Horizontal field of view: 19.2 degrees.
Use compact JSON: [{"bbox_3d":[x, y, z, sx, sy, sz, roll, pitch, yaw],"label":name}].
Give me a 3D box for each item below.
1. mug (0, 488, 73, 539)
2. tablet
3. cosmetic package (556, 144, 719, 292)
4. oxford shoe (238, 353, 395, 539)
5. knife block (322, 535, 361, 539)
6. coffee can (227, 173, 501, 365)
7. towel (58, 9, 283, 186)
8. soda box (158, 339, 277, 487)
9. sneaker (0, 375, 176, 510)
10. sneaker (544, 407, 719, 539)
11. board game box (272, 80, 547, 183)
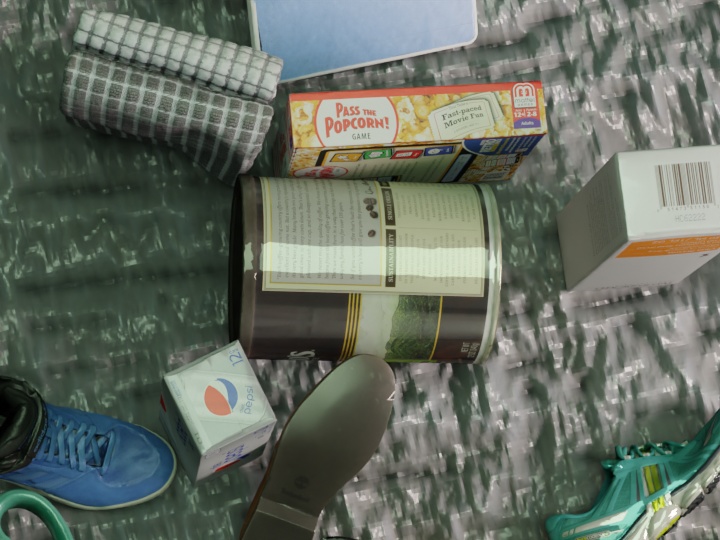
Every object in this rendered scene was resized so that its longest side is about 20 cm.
[{"bbox_3d":[-0.256,0.270,1.577,0.114,0.152,0.186,20,96,-8],"label":"mug"},{"bbox_3d":[0.002,-0.231,1.752,0.199,0.014,0.131,-14,115,-19],"label":"tablet"},{"bbox_3d":[0.228,-0.039,1.689,0.101,0.200,0.072,-5,79,-8],"label":"cosmetic package"},{"bbox_3d":[-0.041,0.147,1.659,0.071,0.071,0.200,31,95,-12],"label":"oxford shoe"},{"bbox_3d":[0.053,0.259,1.682,0.200,0.175,0.064,26,71,-48],"label":"knife block"},{"bbox_3d":[0.000,0.000,1.678,0.199,0.146,0.147,2,78,-7],"label":"coffee can"},{"bbox_3d":[-0.150,-0.132,1.662,0.165,0.200,0.086,13,83,-5],"label":"towel"},{"bbox_3d":[-0.110,0.111,1.612,0.063,0.200,0.068,-25,82,-11],"label":"soda box"},{"bbox_3d":[-0.238,0.133,1.636,0.199,0.111,0.077,14,76,-5],"label":"sneaker"},{"bbox_3d":[0.235,0.168,1.714,0.200,0.078,0.080,-40,77,-13],"label":"sneaker"},{"bbox_3d":[0.035,-0.104,1.703,0.199,0.152,0.046,-4,79,-9],"label":"board game box"}]
